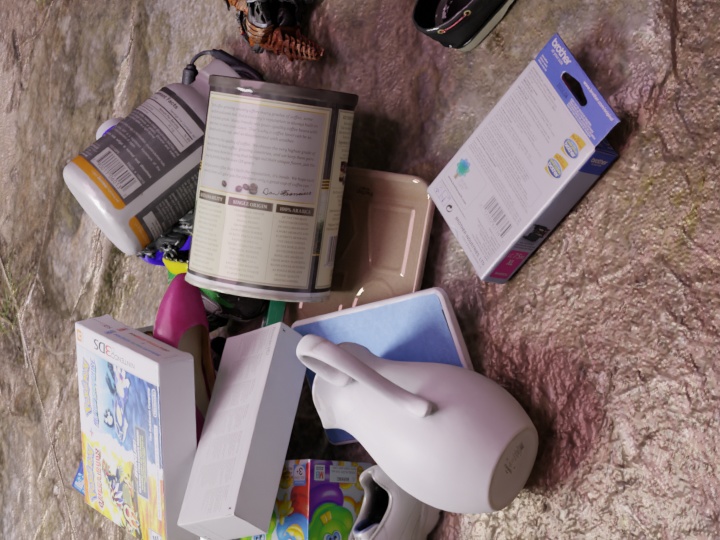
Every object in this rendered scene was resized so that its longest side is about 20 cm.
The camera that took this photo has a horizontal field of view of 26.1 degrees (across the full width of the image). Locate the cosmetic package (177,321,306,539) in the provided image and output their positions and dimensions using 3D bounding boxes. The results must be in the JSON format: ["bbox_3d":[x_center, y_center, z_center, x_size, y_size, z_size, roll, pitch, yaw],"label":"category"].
[{"bbox_3d":[-0.107,0.154,1.479,0.082,0.051,0.201,-19,48,43],"label":"cosmetic package"}]

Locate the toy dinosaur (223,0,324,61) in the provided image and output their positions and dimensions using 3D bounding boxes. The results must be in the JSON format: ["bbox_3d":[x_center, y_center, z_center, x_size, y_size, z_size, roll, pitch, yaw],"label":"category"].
[{"bbox_3d":[-0.087,-0.285,1.662,0.200,0.102,0.136,35,125,25],"label":"toy dinosaur"}]

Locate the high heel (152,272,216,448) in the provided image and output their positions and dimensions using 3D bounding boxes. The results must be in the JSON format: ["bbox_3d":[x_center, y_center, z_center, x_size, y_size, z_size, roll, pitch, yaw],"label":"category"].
[{"bbox_3d":[-0.153,0.105,1.533,0.095,0.067,0.202,6,94,38],"label":"high heel"}]

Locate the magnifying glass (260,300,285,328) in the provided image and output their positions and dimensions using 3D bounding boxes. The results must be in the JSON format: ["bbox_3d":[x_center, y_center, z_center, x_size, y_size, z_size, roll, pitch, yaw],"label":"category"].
[{"bbox_3d":[-0.104,0.111,1.623,0.080,0.022,0.201,-105,28,-75],"label":"magnifying glass"}]

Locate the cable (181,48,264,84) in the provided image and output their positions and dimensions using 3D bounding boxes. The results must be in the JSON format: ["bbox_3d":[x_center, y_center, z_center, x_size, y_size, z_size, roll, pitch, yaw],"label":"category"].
[{"bbox_3d":[-0.150,-0.151,1.714,0.200,0.051,0.164,35,109,44],"label":"cable"}]

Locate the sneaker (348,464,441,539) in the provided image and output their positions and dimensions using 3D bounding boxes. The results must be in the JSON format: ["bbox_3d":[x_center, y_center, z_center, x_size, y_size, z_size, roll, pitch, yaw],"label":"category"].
[{"bbox_3d":[0.022,0.270,1.430,0.074,0.087,0.202,-6,80,44],"label":"sneaker"}]

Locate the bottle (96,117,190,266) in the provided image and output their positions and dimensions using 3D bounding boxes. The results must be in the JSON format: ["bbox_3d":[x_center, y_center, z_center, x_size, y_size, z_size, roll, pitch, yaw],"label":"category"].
[{"bbox_3d":[-0.252,-0.097,1.804,0.084,0.065,0.200,-53,49,28],"label":"bottle"}]

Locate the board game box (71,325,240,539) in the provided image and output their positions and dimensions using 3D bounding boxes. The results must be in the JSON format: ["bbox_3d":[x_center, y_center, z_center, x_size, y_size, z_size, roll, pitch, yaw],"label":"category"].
[{"bbox_3d":[-0.192,0.194,1.630,0.199,0.041,0.201,31,110,24],"label":"board game box"}]

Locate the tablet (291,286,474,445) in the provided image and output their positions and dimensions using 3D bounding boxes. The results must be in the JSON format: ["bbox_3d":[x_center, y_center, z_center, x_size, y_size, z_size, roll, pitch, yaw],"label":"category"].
[{"bbox_3d":[0.023,0.094,1.474,0.199,0.014,0.131,-15,96,42],"label":"tablet"}]

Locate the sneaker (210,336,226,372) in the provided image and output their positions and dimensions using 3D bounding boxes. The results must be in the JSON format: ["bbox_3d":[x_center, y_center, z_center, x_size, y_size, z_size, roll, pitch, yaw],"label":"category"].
[{"bbox_3d":[-0.191,0.098,1.699,0.200,0.075,0.107,38,114,33],"label":"sneaker"}]

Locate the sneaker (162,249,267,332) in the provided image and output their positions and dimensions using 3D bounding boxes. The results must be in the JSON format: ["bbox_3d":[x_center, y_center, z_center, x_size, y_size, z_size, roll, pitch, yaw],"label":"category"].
[{"bbox_3d":[-0.150,0.029,1.667,0.200,0.078,0.086,-161,64,-63],"label":"sneaker"}]

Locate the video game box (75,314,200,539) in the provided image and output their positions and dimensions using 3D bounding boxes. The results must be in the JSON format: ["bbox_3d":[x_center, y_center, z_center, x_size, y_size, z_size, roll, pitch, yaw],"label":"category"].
[{"bbox_3d":[-0.223,0.161,1.546,0.182,0.047,0.202,19,113,55],"label":"video game box"}]

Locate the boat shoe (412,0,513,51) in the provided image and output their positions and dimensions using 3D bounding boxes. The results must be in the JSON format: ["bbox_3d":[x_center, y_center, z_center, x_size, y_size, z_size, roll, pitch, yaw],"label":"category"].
[{"bbox_3d":[0.124,-0.291,1.437,0.202,0.063,0.074,-51,48,26],"label":"boat shoe"}]

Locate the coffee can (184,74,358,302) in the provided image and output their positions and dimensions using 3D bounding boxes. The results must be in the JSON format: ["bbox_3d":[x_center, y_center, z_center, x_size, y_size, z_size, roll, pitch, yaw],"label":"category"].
[{"bbox_3d":[-0.087,-0.080,1.507,0.146,0.146,0.202,14,98,47],"label":"coffee can"}]

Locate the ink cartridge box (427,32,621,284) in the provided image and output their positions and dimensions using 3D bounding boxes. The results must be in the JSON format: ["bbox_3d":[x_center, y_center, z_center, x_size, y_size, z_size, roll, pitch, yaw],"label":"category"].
[{"bbox_3d":[0.151,-0.098,1.390,0.200,0.042,0.120,-53,49,31],"label":"ink cartridge box"}]

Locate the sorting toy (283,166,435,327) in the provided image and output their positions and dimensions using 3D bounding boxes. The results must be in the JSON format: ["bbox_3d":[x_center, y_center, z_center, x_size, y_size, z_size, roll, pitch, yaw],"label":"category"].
[{"bbox_3d":[0.000,0.000,1.543,0.184,0.036,0.202,11,96,47],"label":"sorting toy"}]

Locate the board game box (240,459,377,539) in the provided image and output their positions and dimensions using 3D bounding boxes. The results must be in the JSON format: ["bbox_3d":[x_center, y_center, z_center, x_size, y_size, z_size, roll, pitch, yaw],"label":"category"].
[{"bbox_3d":[-0.047,0.285,1.488,0.104,0.103,0.202,-10,76,46],"label":"board game box"}]

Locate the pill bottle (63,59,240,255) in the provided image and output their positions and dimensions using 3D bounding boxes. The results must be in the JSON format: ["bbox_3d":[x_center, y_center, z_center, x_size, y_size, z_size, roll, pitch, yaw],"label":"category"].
[{"bbox_3d":[-0.195,-0.118,1.592,0.200,0.117,0.116,-40,45,-12],"label":"pill bottle"}]

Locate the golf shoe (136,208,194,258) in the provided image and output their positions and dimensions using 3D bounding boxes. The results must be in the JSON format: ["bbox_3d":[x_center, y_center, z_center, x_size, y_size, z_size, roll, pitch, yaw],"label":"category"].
[{"bbox_3d":[-0.159,-0.069,1.659,0.198,0.078,0.095,1,55,12],"label":"golf shoe"}]

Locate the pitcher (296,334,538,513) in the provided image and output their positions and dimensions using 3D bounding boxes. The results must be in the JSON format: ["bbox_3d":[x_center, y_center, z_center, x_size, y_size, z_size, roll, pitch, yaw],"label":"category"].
[{"bbox_3d":[0.044,0.124,1.354,0.199,0.172,0.122,24,79,30],"label":"pitcher"}]
